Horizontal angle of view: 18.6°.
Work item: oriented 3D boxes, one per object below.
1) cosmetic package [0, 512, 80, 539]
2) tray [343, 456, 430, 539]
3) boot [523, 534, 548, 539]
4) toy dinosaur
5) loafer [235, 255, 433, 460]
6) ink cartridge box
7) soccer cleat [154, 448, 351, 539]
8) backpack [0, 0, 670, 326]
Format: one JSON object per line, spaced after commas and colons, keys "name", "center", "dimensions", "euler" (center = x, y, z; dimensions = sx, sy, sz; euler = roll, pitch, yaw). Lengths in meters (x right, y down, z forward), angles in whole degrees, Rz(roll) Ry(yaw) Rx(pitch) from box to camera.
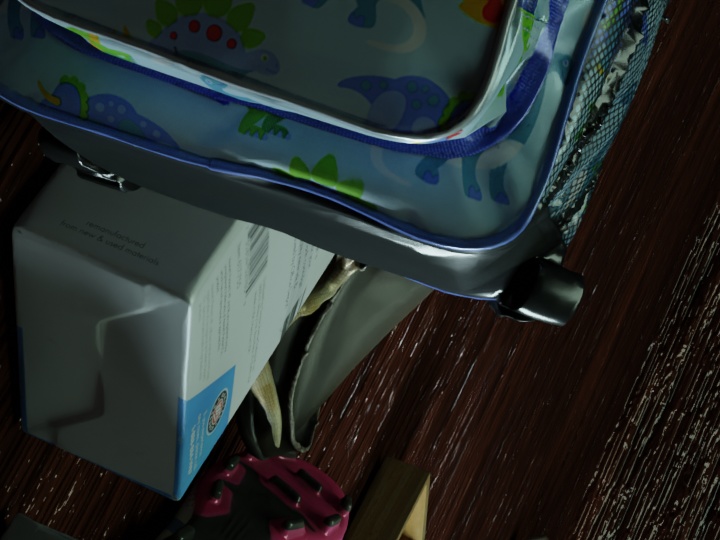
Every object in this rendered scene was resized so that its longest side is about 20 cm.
{"name": "cosmetic package", "center": [-0.100, 0.191, 0.850], "dimensions": [0.200, 0.107, 0.090], "euler": [94, 22, -58]}
{"name": "tray", "center": [-0.012, 0.229, 1.438], "dimensions": [0.099, 0.037, 0.200], "euler": [91, 23, -56]}
{"name": "boot", "center": [0.186, 0.333, 2.387], "dimensions": [0.200, 0.064, 0.186], "euler": [91, 21, -46]}
{"name": "toy dinosaur", "center": [-0.051, 0.017, 0.923], "dimensions": [0.101, 0.058, 0.200], "euler": [-49, 165, 0]}
{"name": "loafer", "center": [0.000, 0.000, 1.033], "dimensions": [0.073, 0.071, 0.200], "euler": [28, 83, -77]}
{"name": "ink cartridge box", "center": [-0.046, -0.033, 0.794], "dimensions": [0.116, 0.068, 0.200], "euler": [99, 18, -49]}
{"name": "soccer cleat", "center": [-0.070, 0.142, 1.017], "dimensions": [0.086, 0.070, 0.200], "euler": [-57, 170, 22]}
{"name": "backpack", "center": [0.003, -0.113, 0.613], "dimensions": [0.147, 0.183, 0.200], "euler": [57, 52, -75]}
